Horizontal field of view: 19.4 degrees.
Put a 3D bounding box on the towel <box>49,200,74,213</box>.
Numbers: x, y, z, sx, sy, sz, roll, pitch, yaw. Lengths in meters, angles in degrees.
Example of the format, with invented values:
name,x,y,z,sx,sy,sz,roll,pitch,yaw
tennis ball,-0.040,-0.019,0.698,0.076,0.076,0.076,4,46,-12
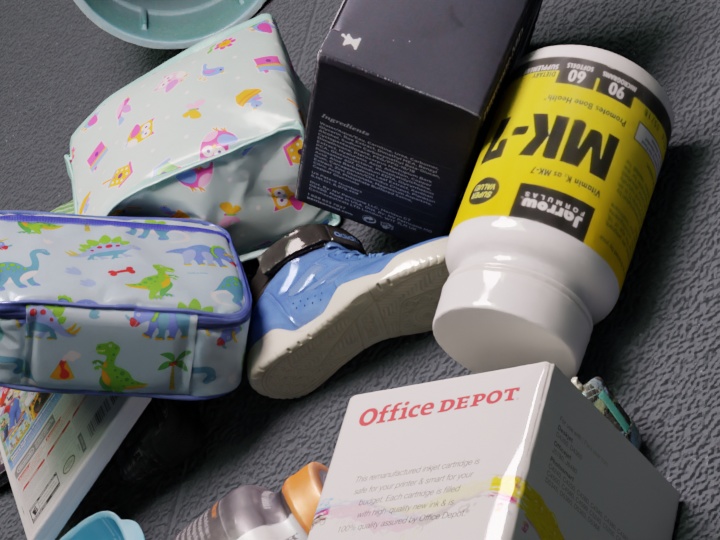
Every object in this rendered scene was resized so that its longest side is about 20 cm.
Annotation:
name,x,y,z,sx,sy,sz,roll,pitch,yaw
towel,-0.228,-0.020,1.761,0.200,0.023,0.153,-27,39,26

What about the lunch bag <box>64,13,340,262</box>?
name,x,y,z,sx,sy,sz,roll,pitch,yaw
lunch bag,-0.129,-0.081,1.615,0.199,0.122,0.171,-23,39,5

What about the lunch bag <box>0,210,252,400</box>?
name,x,y,z,sx,sy,sz,roll,pitch,yaw
lunch bag,-0.180,0.019,1.477,0.161,0.199,0.083,-106,22,-63

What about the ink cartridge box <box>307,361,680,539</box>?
name,x,y,z,sx,sy,sz,roll,pitch,yaw
ink cartridge box,0.064,0.178,1.153,0.146,0.146,0.201,-13,47,39

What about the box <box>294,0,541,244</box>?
name,x,y,z,sx,sy,sz,roll,pitch,yaw
box,0.049,-0.151,1.438,0.117,0.200,0.197,21,64,5

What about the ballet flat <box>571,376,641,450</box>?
name,x,y,z,sx,sy,sz,roll,pitch,yaw
ballet flat,0.078,0.097,1.285,0.199,0.074,0.074,-12,47,36

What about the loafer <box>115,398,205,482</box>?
name,x,y,z,sx,sy,sz,roll,pitch,yaw
loafer,-0.169,0.078,1.563,0.070,0.068,0.201,-37,36,10

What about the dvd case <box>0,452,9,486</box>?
name,x,y,z,sx,sy,sz,roll,pitch,yaw
dvd case,-0.248,0.059,1.653,0.149,0.016,0.201,-35,43,41

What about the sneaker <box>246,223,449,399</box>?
name,x,y,z,sx,sy,sz,roll,pitch,yaw
sneaker,-0.001,0.000,1.458,0.200,0.077,0.112,-33,46,30

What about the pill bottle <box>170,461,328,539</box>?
name,x,y,z,sx,sy,sz,roll,pitch,yaw
pill bottle,-0.083,0.206,1.313,0.200,0.106,0.106,-40,35,10

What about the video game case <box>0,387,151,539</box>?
name,x,y,z,sx,sy,sz,roll,pitch,yaw
video game case,-0.220,0.091,1.554,0.143,0.018,0.200,-55,33,16

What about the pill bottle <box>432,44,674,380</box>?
name,x,y,z,sx,sy,sz,roll,pitch,yaw
pill bottle,0.120,-0.033,1.334,0.114,0.114,0.201,-8,50,42

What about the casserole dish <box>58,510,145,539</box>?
name,x,y,z,sx,sy,sz,roll,pitch,yaw
casserole dish,-0.213,0.255,1.460,0.200,0.039,0.121,-41,35,6

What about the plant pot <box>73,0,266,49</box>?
name,x,y,z,sx,sy,sz,roll,pitch,yaw
plant pot,-0.174,-0.327,1.881,0.200,0.200,0.196,-38,27,12
